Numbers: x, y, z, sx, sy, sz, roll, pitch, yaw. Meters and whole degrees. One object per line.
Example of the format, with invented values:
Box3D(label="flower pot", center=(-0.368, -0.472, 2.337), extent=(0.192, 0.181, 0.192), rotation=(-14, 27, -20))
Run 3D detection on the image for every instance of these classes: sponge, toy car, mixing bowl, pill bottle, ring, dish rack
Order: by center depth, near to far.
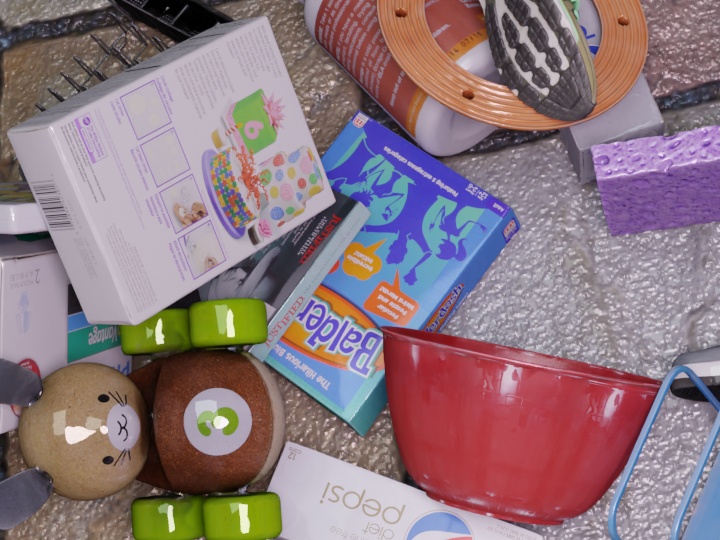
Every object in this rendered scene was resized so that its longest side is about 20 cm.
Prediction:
Box3D(label="toy car", center=(-0.166, 0.107, 1.199), extent=(0.158, 0.200, 0.165), rotation=(-9, 84, 46))
Box3D(label="mixing bowl", center=(0.101, 0.109, 1.204), extent=(0.200, 0.200, 0.109), rotation=(11, 90, 18))
Box3D(label="sponge", center=(0.268, -0.070, 1.256), extent=(0.200, 0.112, 0.030), rotation=(-9, 66, 11))
Box3D(label="ring", center=(0.109, -0.179, 1.284), extent=(0.200, 0.019, 0.201), rotation=(4, 58, -7))
Box3D(label="pill bottle", center=(0.029, -0.190, 1.362), extent=(0.112, 0.112, 0.200), rotation=(-42, 66, -3))
Box3D(label="dish rack", center=(-0.188, -0.130, 1.418), extent=(0.153, 0.055, 0.200), rotation=(31, 81, 33))

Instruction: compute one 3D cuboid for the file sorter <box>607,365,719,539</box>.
Box3D(label="file sorter", center=(0.277, 0.153, 1.118), extent=(0.200, 0.123, 0.139), rotation=(11, 67, 41))

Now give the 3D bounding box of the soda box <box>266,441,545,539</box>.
Box3D(label="soda box", center=(0.031, 0.188, 1.250), extent=(0.200, 0.064, 0.068), rotation=(18, 77, 21))

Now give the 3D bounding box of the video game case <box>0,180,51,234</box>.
Box3D(label="video game case", center=(-0.244, -0.048, 1.288), extent=(0.182, 0.200, 0.023), rotation=(4, 97, 34))

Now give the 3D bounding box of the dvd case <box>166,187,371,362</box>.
Box3D(label="dvd case", center=(-0.099, -0.022, 1.344), extent=(0.200, 0.022, 0.146), rotation=(27, 78, 46))

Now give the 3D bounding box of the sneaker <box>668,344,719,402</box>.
Box3D(label="sneaker", center=(0.305, 0.020, 1.227), extent=(0.200, 0.084, 0.121), rotation=(-9, 73, 3))

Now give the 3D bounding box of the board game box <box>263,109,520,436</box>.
Box3D(label="board game box", center=(0.000, 0.000, 1.337), extent=(0.152, 0.045, 0.200), rotation=(34, 82, 23))

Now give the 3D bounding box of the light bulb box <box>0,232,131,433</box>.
Box3D(label="light bulb box", center=(-0.297, 0.030, 1.302), extent=(0.200, 0.198, 0.125), rotation=(6, 99, 19))

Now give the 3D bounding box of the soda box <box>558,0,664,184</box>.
Box3D(label="soda box", center=(0.162, -0.170, 1.344), extent=(0.068, 0.063, 0.200), rotation=(-19, 67, 0))

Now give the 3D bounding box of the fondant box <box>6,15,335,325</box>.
Box3D(label="fondant box", center=(-0.124, -0.070, 1.216), extent=(0.200, 0.145, 0.058), rotation=(-33, 20, -36))

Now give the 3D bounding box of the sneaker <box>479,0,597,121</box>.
Box3D(label="sneaker", center=(0.131, -0.194, 1.251), extent=(0.088, 0.077, 0.200), rotation=(-7, 63, -34))
